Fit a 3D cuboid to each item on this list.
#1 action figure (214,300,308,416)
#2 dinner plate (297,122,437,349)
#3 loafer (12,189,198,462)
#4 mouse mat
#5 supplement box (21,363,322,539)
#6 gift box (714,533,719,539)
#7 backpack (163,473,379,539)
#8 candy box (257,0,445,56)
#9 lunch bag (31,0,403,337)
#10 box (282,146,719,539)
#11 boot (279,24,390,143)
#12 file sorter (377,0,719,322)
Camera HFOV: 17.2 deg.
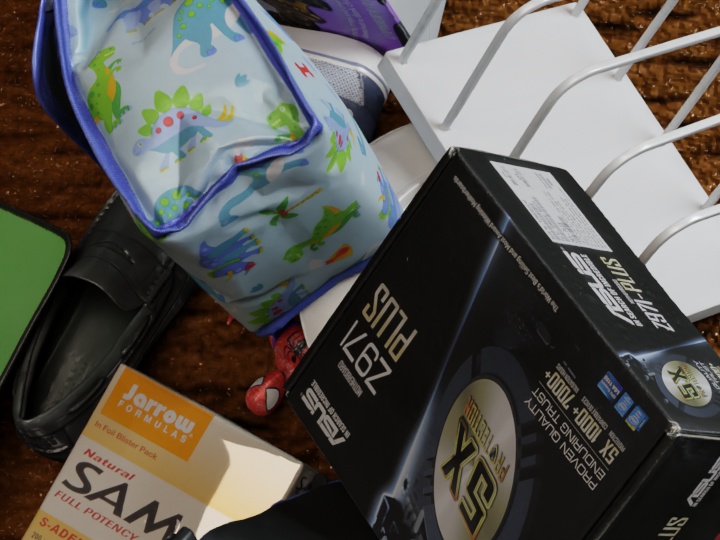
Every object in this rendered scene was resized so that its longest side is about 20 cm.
[{"bbox_3d":[0.000,0.000,1.307,0.065,0.099,0.200,43,93,21],"label":"action figure"},{"bbox_3d":[0.066,0.009,1.275,0.200,0.024,0.200,3,73,-10],"label":"dinner plate"},{"bbox_3d":[-0.138,0.012,1.348,0.068,0.070,0.201,18,75,21],"label":"loafer"},{"bbox_3d":[-0.252,0.049,1.372,0.161,0.008,0.200,23,83,46],"label":"mouse mat"},{"bbox_3d":[-0.120,0.170,1.306,0.126,0.074,0.200,26,84,19],"label":"supplement box"},{"bbox_3d":[0.257,0.134,1.160,0.187,0.185,0.200,-27,69,12],"label":"gift box"},{"bbox_3d":[-0.021,0.222,1.199,0.134,0.183,0.200,15,102,26],"label":"backpack"},{"bbox_3d":[-0.065,-0.186,1.330,0.200,0.168,0.072,11,78,18],"label":"candy box"},{"bbox_3d":[-0.084,-0.088,1.218,0.127,0.170,0.200,-31,66,3],"label":"lunch bag"},{"bbox_3d":[0.076,0.068,1.126,0.164,0.086,0.200,-55,50,25],"label":"box"},{"bbox_3d":[-0.088,-0.095,1.349,0.200,0.073,0.090,9,61,11],"label":"boot"},{"bbox_3d":[0.132,-0.079,1.242,0.139,0.125,0.200,-18,67,-32],"label":"file sorter"}]
